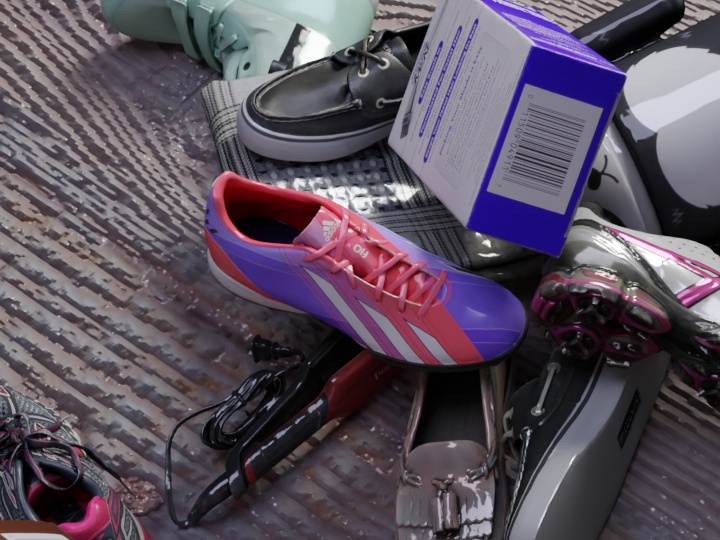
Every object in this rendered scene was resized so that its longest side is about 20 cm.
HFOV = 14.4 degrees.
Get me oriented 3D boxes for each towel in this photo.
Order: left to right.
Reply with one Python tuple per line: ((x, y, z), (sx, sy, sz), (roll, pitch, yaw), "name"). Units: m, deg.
((0.017, -0.061, 1.737), (0.199, 0.035, 0.193), (-7, 46, -12), "towel")

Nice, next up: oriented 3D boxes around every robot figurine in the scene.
((0.194, -0.076, 1.661), (0.199, 0.125, 0.151), (-25, 39, -1), "robot figurine")

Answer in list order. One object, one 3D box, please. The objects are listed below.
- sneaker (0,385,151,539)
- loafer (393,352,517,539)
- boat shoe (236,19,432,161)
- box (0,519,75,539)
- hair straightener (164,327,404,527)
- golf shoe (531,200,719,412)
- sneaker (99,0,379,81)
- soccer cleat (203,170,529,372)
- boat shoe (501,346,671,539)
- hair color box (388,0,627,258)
((-0.192, 0.118, 1.682), (0.081, 0.075, 0.200), (-42, 50, -15), "sneaker")
((0.050, 0.099, 1.613), (0.071, 0.063, 0.201), (-5, 51, 15), "loafer")
((0.019, -0.121, 1.736), (0.199, 0.057, 0.069), (-14, 51, -16), "boat shoe")
((-0.192, 0.243, 1.516), (0.100, 0.075, 0.201), (30, 103, 34), "box")
((-0.044, 0.075, 1.693), (0.200, 0.041, 0.077), (-44, 50, -11), "hair straightener")
((0.196, 0.023, 1.572), (0.199, 0.073, 0.092), (24, 51, -5), "golf shoe")
((-0.096, -0.146, 1.863), (0.199, 0.074, 0.119), (3, 57, 24), "sneaker")
((0.000, 0.000, 1.612), (0.199, 0.073, 0.068), (20, 60, 18), "soccer cleat")
((0.115, 0.093, 1.596), (0.063, 0.071, 0.200), (10, 48, 26), "boat shoe")
((0.080, -0.090, 1.614), (0.200, 0.064, 0.110), (-128, 56, -69), "hair color box")
